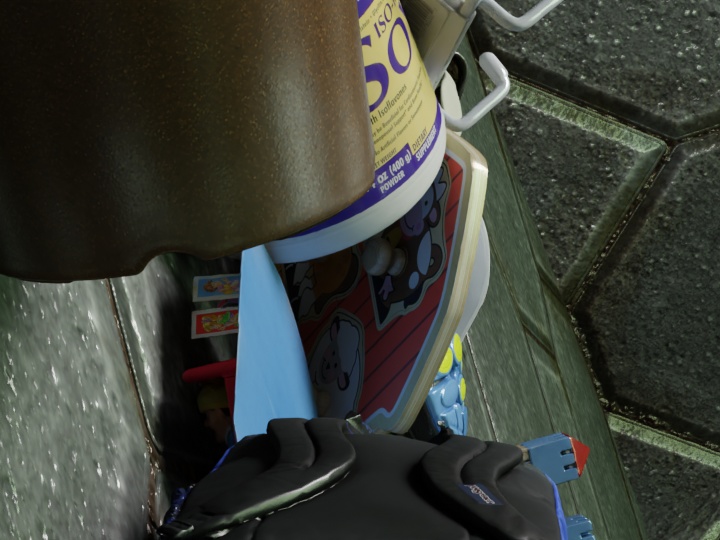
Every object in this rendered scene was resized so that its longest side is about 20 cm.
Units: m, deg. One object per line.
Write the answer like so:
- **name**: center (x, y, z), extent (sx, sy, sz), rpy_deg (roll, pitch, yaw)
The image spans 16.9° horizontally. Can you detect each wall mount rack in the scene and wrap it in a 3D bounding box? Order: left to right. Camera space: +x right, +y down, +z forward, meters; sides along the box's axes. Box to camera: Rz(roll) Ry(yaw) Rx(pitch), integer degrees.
- **wall mount rack**: center (0.021, -0.168, 1.278), extent (0.174, 0.075, 0.200), rpy_deg (44, -27, 7)

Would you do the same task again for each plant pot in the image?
- **plant pot**: center (-0.087, -0.111, 0.870), extent (0.200, 0.200, 0.199), rpy_deg (-79, 159, -73)

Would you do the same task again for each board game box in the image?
- **board game box**: center (-0.054, 0.084, 1.152), extent (0.200, 0.039, 0.158), rpy_deg (-90, 166, -49)

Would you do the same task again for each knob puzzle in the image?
- **knob puzzle**: center (0.000, 0.000, 1.286), extent (0.030, 0.220, 0.220), rpy_deg (16, 44, -29)

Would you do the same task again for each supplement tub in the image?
- **supplement tub**: center (-0.051, -0.120, 1.204), extent (0.146, 0.145, 0.200), rpy_deg (-96, 166, -54)

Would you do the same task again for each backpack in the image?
- **backpack**: center (-0.004, 0.145, 0.957), extent (0.200, 0.162, 0.168), rpy_deg (-72, 172, -76)

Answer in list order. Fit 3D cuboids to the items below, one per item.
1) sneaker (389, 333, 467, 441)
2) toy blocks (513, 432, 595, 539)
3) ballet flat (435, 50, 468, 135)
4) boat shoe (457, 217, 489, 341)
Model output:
- **sneaker**: center (0.011, 0.069, 1.348), extent (0.200, 0.083, 0.071), rpy_deg (176, -89, -78)
- **toy blocks**: center (0.080, 0.181, 1.403), extent (0.100, 0.136, 0.200), rpy_deg (-166, -119, -82)
- **ballet flat**: center (0.018, -0.062, 1.421), extent (0.068, 0.068, 0.200), rpy_deg (50, 44, -38)
- **boat shoe**: center (0.027, 0.043, 1.487), extent (0.065, 0.073, 0.200), rpy_deg (-125, -131, -70)
